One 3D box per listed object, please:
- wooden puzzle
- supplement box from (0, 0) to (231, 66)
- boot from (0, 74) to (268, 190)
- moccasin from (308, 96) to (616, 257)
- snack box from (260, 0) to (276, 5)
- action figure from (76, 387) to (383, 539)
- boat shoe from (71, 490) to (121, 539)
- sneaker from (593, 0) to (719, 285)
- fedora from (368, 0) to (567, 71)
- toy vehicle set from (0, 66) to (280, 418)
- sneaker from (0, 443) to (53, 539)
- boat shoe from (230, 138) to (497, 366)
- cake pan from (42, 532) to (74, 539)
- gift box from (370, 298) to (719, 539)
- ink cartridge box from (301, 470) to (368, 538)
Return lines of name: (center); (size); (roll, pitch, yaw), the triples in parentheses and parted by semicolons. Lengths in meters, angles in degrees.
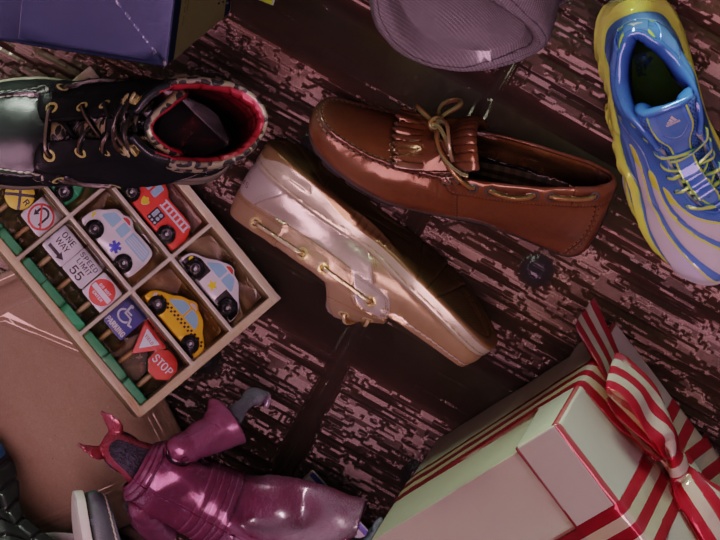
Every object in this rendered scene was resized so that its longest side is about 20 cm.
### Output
wooden puzzle: (-0.225, 0.098, 1.800); (0.184, 0.037, 0.201); (-23, 105, 11)
supplement box: (-0.146, -0.241, 1.544); (0.134, 0.200, 0.201); (10, 105, 5)
boot: (-0.163, -0.091, 1.646); (0.202, 0.154, 0.074); (2, 87, -15)
moccasin: (0.065, -0.071, 1.693); (0.200, 0.074, 0.078); (21, 131, 1)
snack box: (-0.093, -0.292, 1.664); (0.168, 0.068, 0.201); (22, 107, 1)
action figure: (-0.095, 0.160, 1.709); (0.199, 0.149, 0.134); (26, 117, -9)
boat shoe: (-0.140, 0.233, 1.738); (0.062, 0.073, 0.201); (-18, 96, -10)
sneaker: (0.193, -0.075, 1.669); (0.075, 0.105, 0.201); (-20, 101, 11)
fedora: (0.055, -0.188, 1.612); (0.176, 0.091, 0.200); (-9, 146, 28)
toy vehicle set: (-0.163, -0.018, 1.738); (0.124, 0.027, 0.200); (-41, 98, -11)
sneaker: (-0.243, 0.199, 1.745); (0.082, 0.073, 0.200); (-44, 57, 24)
boat shoe: (0.000, 0.000, 1.732); (0.200, 0.074, 0.069); (41, 108, 5)
cake pan: (-0.195, 0.271, 1.802); (0.199, 0.037, 0.201); (2, 101, 11)
gift box: (0.140, 0.147, 1.699); (0.186, 0.200, 0.185); (-33, 103, 29)
ink cartridge box: (-0.069, 0.227, 1.811); (0.200, 0.039, 0.100); (-40, 96, 16)
